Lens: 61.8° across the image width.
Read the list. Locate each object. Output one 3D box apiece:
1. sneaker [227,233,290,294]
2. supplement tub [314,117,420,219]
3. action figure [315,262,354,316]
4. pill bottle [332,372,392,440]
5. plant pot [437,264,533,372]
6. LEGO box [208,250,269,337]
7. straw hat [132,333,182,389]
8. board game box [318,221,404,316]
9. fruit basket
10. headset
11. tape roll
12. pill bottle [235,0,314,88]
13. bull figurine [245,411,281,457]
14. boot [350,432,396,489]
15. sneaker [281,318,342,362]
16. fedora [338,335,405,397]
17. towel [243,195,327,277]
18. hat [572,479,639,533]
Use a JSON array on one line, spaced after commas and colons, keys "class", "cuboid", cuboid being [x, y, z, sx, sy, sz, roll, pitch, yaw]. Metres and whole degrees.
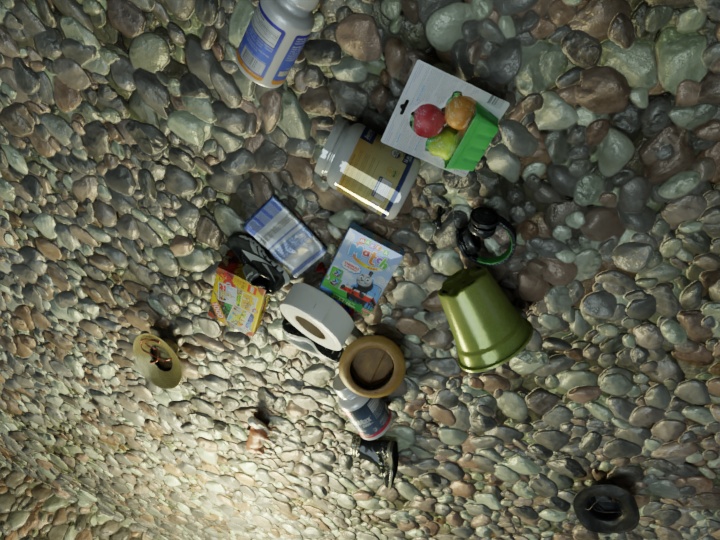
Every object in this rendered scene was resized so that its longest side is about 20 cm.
[{"class": "sneaker", "cuboid": [-0.277, -0.013, 1.555, 0.199, 0.091, 0.067, 41, 135, 0]}, {"class": "supplement tub", "cuboid": [0.014, -0.214, 1.257, 0.196, 0.146, 0.146, 28, 132, -4]}, {"class": "action figure", "cuboid": [-0.061, 0.073, 1.586, 0.063, 0.052, 0.204, -8, 126, 20]}, {"class": "pill bottle", "cuboid": [0.001, 0.386, 1.764, 0.117, 0.121, 0.203, -16, 120, 30]}, {"class": "plant pot", "cuboid": [0.273, 0.098, 1.396, 0.196, 0.201, 0.187, -22, 107, 33]}, {"class": "LEGO box", "cuboid": [-0.330, 0.067, 1.662, 0.145, 0.078, 0.203, 24, 132, 1]}, {"class": "straw hat", "cuboid": [-0.631, 0.271, 1.938, 0.194, 0.085, 0.208, 9, 118, 17]}, {"class": "board game box", "cuboid": [0.000, 0.000, 1.481, 0.148, 0.037, 0.203, 25, 120, -6]}, {"class": "fruit basket", "cuboid": [0.160, -0.289, 1.165, 0.195, 0.095, 0.188, 23, 132, -6]}, {"class": "headset", "cuboid": [0.248, -0.077, 1.312, 0.196, 0.095, 0.124, 32, 132, -6]}, {"class": "tape roll", "cuboid": [-0.114, 0.122, 1.571, 0.199, 0.072, 0.204, 31, 158, 13]}, {"class": "pill bottle", "cuboid": [-0.154, -0.462, 1.145, 0.111, 0.113, 0.200, 34, 131, -10]}, {"class": "bull figurine", "cuboid": [-0.344, 0.575, 2.083, 0.118, 0.066, 0.203, 24, 133, 5]}, {"class": "boot", "cuboid": [0.046, 0.619, 1.969, 0.148, 0.074, 0.209, 10, 126, 17]}, {"class": "sneaker", "cuboid": [-0.137, 0.203, 1.709, 0.196, 0.075, 0.080, 28, 142, 6]}, {"class": "fedora", "cuboid": [0.034, 0.251, 1.654, 0.193, 0.082, 0.207, 3, 116, 5]}, {"class": "towel", "cuboid": [-0.191, -0.081, 1.526, 0.200, 0.024, 0.145, 45, 128, -16]}, {"class": "hat", "cuboid": [0.709, 0.668, 1.747, 0.193, 0.082, 0.207, 8, 121, 13]}]
